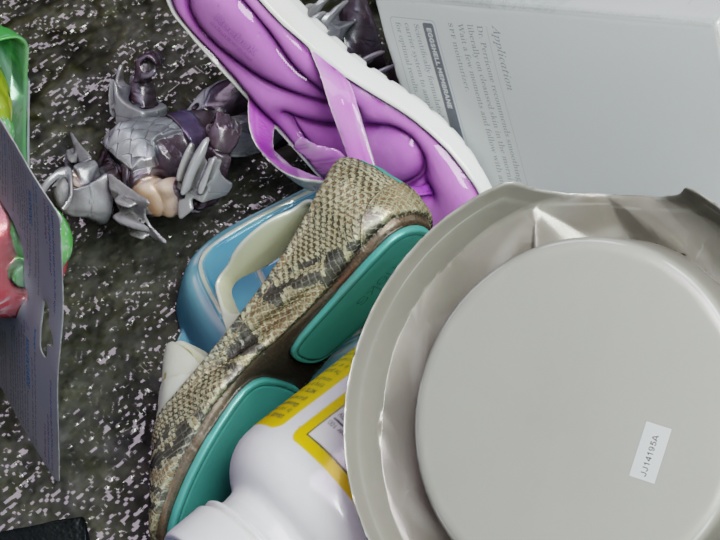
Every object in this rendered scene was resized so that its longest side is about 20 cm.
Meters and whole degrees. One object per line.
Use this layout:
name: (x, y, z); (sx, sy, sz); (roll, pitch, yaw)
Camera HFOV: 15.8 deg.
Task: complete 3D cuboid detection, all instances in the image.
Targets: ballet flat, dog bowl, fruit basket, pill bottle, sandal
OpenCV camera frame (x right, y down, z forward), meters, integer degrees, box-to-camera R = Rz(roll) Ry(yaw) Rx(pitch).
ballet flat: (-0.046, 0.033, 1.191); (0.075, 0.068, 0.200); (41, 98, 30)
dog bowl: (0.094, 0.061, 1.035); (0.199, 0.059, 0.201); (-6, 78, 27)
fruit basket: (-0.176, -0.030, 1.226); (0.093, 0.186, 0.200); (-23, 53, -26)
pill bottle: (0.016, 0.090, 1.150); (0.200, 0.113, 0.112); (-37, 57, -18)
sandal: (-0.023, -0.069, 1.221); (0.203, 0.083, 0.050); (42, 52, 6)

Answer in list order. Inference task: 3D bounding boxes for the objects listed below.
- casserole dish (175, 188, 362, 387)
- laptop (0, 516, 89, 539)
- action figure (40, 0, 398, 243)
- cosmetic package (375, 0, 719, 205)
casserole dish: (0.000, 0.000, 1.267); (0.199, 0.039, 0.121); (-26, 55, -12)
laptop: (-0.214, 0.171, 1.070); (0.199, 0.104, 0.178); (-11, 53, 3)
action figure: (-0.073, -0.074, 1.308); (0.199, 0.070, 0.130); (-24, 40, -17)
cosmetic package: (0.152, -0.116, 1.213); (0.199, 0.124, 0.199); (11, 38, 41)
